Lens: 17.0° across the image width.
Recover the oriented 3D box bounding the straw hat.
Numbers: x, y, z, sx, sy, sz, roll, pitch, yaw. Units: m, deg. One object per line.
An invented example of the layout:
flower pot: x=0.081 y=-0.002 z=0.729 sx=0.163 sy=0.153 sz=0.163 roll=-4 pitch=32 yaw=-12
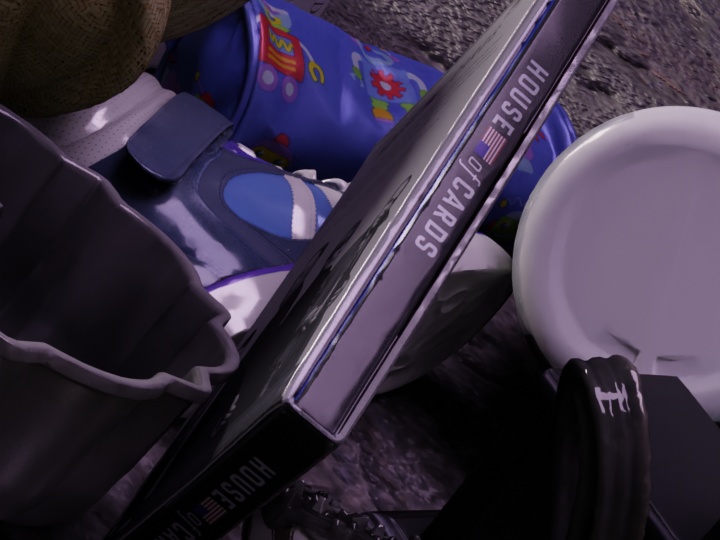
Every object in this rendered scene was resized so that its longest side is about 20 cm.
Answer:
straw hat: x=-0.103 y=-0.100 z=0.808 sx=0.200 sy=0.201 sz=0.086 roll=19 pitch=52 yaw=-32

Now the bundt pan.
bundt pan: x=-0.138 y=0.003 z=0.711 sx=0.201 sy=0.076 sz=0.202 roll=33 pitch=13 yaw=-9

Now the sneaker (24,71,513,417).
sneaker: x=-0.041 y=-0.026 z=0.899 sx=0.199 sy=0.081 sz=0.147 roll=-9 pitch=55 yaw=-49

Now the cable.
cable: x=0.075 y=0.122 z=0.707 sx=0.050 sy=0.202 sz=0.097 roll=3 pitch=5 yaw=-6

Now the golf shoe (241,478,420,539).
golf shoe: x=-0.001 y=0.119 z=0.684 sx=0.077 sy=0.095 sz=0.200 roll=26 pitch=-1 yaw=-19

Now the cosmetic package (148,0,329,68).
cosmetic package: x=-0.091 y=-0.149 z=1.014 sx=0.199 sy=0.108 sz=0.085 roll=-5 pitch=47 yaw=-52

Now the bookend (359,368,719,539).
bookend: x=0.123 y=0.090 z=0.776 sx=0.092 sy=0.200 sz=0.199 roll=6 pitch=40 yaw=-47

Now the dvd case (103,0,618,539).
dvd case: x=0.000 y=0.000 z=0.741 sx=0.025 sy=0.150 sz=0.200 roll=38 pitch=55 yaw=-6

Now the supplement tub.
supplement tub: x=0.130 y=0.006 z=0.963 sx=0.122 sy=0.123 sz=0.200 roll=41 pitch=4 yaw=10

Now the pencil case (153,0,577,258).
pencil case: x=0.001 y=-0.061 z=1.011 sx=0.199 sy=0.078 sz=0.087 roll=15 pitch=44 yaw=-39
